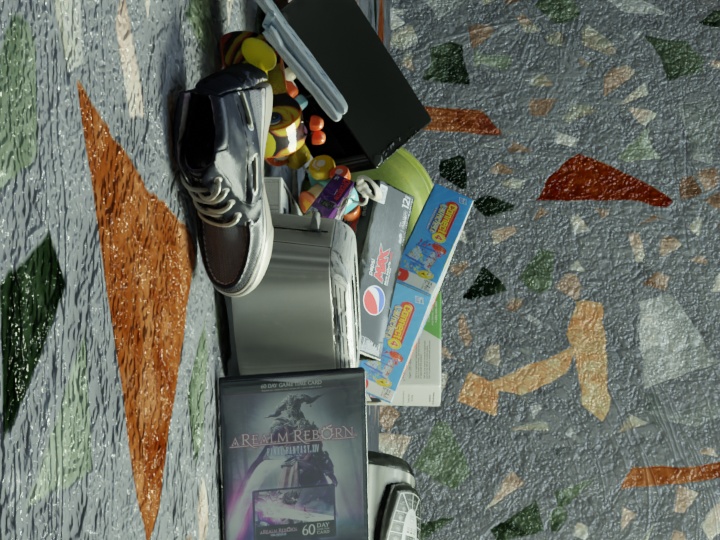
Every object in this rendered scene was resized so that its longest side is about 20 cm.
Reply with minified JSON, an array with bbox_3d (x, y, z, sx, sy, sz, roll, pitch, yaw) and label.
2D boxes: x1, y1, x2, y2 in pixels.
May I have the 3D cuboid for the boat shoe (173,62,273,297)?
[{"bbox_3d":[-0.122,-0.067,1.185,0.093,0.074,0.203,-31,126,-62],"label":"boat shoe"}]

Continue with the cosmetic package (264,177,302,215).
[{"bbox_3d":[-0.095,-0.040,1.536,0.200,0.050,0.084,64,28,-81],"label":"cosmetic package"}]

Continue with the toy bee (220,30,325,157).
[{"bbox_3d":[-0.085,-0.141,1.320,0.131,0.107,0.203,79,11,-70],"label":"toy bee"}]

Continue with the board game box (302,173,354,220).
[{"bbox_3d":[-0.062,0.006,1.537,0.120,0.032,0.201,-51,164,-52],"label":"board game box"}]

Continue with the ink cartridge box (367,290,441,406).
[{"bbox_3d":[0.014,0.108,1.989,0.084,0.197,0.147,87,4,-66],"label":"ink cartridge box"}]

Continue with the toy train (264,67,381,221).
[{"bbox_3d":[-0.066,-0.133,1.583,0.201,0.055,0.150,52,-19,1],"label":"toy train"}]

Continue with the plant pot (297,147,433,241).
[{"bbox_3d":[-0.013,-0.057,1.876,0.184,0.198,0.203,-50,141,-65],"label":"plant pot"}]

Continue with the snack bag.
[{"bbox_3d":[-0.075,-0.222,1.319,0.201,0.021,0.189,54,5,-6],"label":"snack bag"}]

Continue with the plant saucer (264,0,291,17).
[{"bbox_3d":[-0.090,-0.327,1.714,0.200,0.036,0.203,0,90,-86],"label":"plant saucer"}]

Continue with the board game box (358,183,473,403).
[{"bbox_3d":[0.066,0.029,1.786,0.197,0.055,0.201,-64,174,-46],"label":"board game box"}]

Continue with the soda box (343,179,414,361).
[{"bbox_3d":[0.000,0.000,1.645,0.063,0.070,0.202,23,74,-39],"label":"soda box"}]

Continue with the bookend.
[{"bbox_3d":[-0.045,-0.215,1.614,0.201,0.092,0.198,56,-21,-15],"label":"bookend"}]

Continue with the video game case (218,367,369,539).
[{"bbox_3d":[-0.062,0.198,1.365,0.019,0.141,0.203,-141,-131,-74],"label":"video game case"}]

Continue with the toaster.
[{"bbox_3d":[-0.067,0.036,1.392,0.114,0.127,0.202,-80,169,-61],"label":"toaster"}]

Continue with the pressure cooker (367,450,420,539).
[{"bbox_3d":[-0.018,0.329,1.713,0.179,0.174,0.202,122,-27,-66],"label":"pressure cooker"}]
